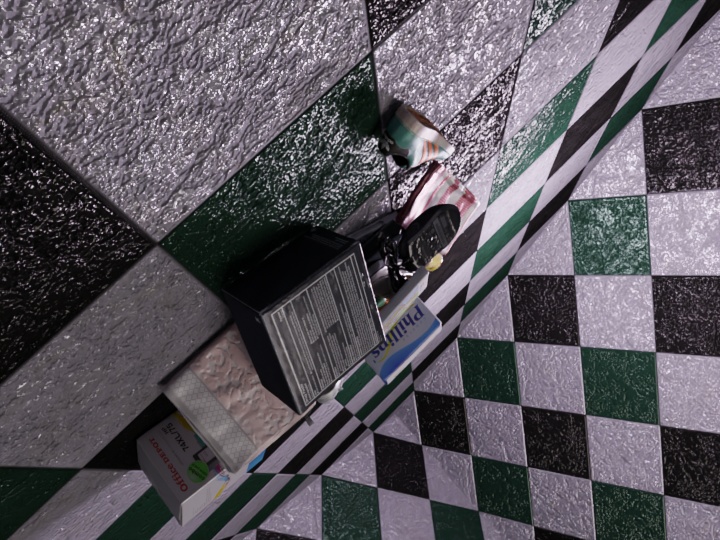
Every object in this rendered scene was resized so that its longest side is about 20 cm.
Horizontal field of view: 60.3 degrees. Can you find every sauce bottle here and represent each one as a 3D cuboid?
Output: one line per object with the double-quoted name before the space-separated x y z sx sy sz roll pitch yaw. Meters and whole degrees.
"sauce bottle" 0.149 -0.032 1.527 0.065 0.065 0.199 -49 161 16

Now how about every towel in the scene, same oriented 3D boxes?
"towel" -0.200 0.207 1.038 0.190 0.202 0.032 -40 -167 -13
"towel" 0.163 -0.121 1.271 0.199 0.023 0.146 29 97 -49

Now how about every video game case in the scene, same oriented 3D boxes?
"video game case" 0.055 0.085 1.166 0.200 0.022 0.182 -48 170 -3
"video game case" -0.010 -0.032 1.226 0.198 0.018 0.145 -30 156 -43

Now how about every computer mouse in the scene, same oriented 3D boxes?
"computer mouse" 0.113 -0.063 1.208 0.199 0.052 0.140 -38 129 -17

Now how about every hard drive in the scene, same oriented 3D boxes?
"hard drive" 0.000 0.000 1.234 0.199 0.033 0.140 -41 162 -16

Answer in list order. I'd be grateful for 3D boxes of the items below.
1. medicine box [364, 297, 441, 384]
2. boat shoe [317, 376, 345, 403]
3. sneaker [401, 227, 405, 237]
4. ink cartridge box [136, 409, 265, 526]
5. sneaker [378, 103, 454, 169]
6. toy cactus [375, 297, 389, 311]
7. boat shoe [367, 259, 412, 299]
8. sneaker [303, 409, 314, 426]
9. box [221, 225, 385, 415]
"medicine box" 0.057 0.120 1.415 0.182 0.200 0.103 -43 164 -6
"boat shoe" -0.063 0.222 1.283 0.073 0.066 0.202 -20 -165 2
"sneaker" 0.135 -0.079 1.342 0.079 0.089 0.199 -50 160 18
"ink cartridge box" -0.296 0.339 1.167 0.198 0.147 0.147 -34 161 -33
"sneaker" 0.086 -0.203 0.993 0.080 0.072 0.199 -45 159 18
"toy cactus" 0.003 0.084 1.293 0.198 0.104 0.165 -35 -176 -11
"boat shoe" 0.057 0.024 1.246 0.071 0.070 0.199 -53 162 26
"sneaker" -0.125 0.234 1.178 0.077 0.141 0.200 -39 160 0
"box" -0.084 0.073 0.977 0.197 0.122 0.204 -36 127 -30
